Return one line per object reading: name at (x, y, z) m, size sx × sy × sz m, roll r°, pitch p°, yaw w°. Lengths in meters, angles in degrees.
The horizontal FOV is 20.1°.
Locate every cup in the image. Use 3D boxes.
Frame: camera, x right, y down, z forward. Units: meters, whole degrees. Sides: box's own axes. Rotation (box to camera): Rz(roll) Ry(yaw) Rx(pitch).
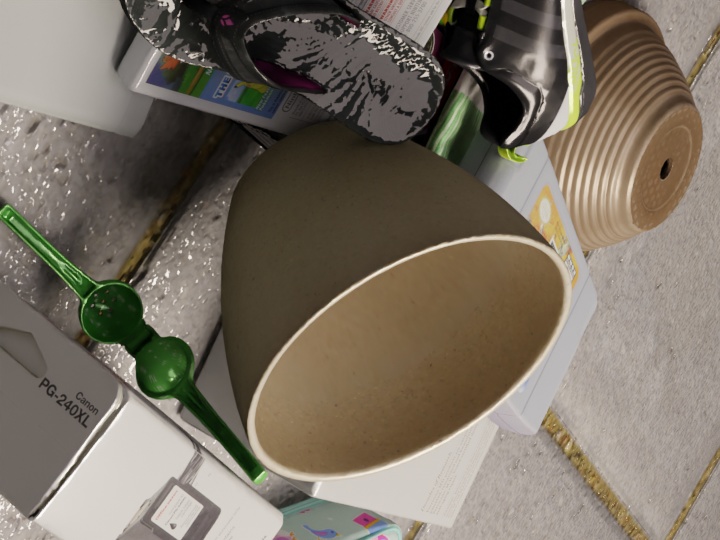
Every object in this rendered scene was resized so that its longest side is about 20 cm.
cup at (0.000, 0.000, 1.147) m, size 0.199 × 0.144 × 0.201 m, roll -20°, pitch 146°, yaw -15°

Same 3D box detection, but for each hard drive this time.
hard drive at (-0.157, -0.147, 1.023) m, size 0.199 × 0.026 × 0.133 m, roll 11°, pitch 103°, yaw -58°

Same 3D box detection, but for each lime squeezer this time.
lime squeezer at (-0.119, 0.037, 1.107) m, size 0.038 × 0.200 × 0.071 m, roll -43°, pitch 180°, yaw -18°

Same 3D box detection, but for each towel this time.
towel at (0.094, -0.121, 1.321) m, size 0.201 × 0.023 × 0.152 m, roll -62°, pitch 163°, yaw 1°

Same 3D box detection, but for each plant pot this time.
plant pot at (0.191, -0.093, 1.516) m, size 0.200 × 0.092 × 0.202 m, roll -34°, pitch 137°, yaw -39°

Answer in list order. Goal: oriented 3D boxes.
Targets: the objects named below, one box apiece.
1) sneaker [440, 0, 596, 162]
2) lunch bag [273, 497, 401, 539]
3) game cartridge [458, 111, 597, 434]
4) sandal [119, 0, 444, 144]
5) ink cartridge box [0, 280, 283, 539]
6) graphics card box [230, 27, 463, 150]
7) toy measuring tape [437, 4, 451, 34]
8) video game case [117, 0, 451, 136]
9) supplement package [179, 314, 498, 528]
sneaker at (0.084, -0.153, 1.199) m, size 0.082 × 0.072 × 0.201 m, roll -33°, pitch 122°, yaw -20°
lunch bag at (-0.047, 0.262, 1.438) m, size 0.160 × 0.077 × 0.202 m, roll -17°, pitch 126°, yaw -52°
game cartridge at (0.098, 0.011, 1.315) m, size 0.134 × 0.041 × 0.201 m, roll -65°, pitch 147°, yaw -31°
sandal at (-0.031, -0.121, 1.051) m, size 0.199 × 0.048 × 0.076 m, roll 20°, pitch 104°, yaw -33°
ink cartridge box at (-0.149, 0.096, 1.095) m, size 0.084 × 0.145 × 0.200 m, roll -51°, pitch 147°, yaw -7°
graphics card box at (-0.001, -0.109, 1.260) m, size 0.126 × 0.051 × 0.200 m, roll -59°, pitch 148°, yaw -6°
toy measuring tape at (0.071, -0.176, 1.304) m, size 0.074 × 0.073 × 0.200 m, roll -60°, pitch 153°, yaw -6°
video game case at (-0.016, -0.166, 1.100) m, size 0.181 × 0.022 × 0.201 m, roll 12°, pitch 117°, yaw -47°
supplement package at (-0.003, 0.084, 1.334) m, size 0.200 × 0.116 × 0.118 m, roll 23°, pitch 93°, yaw -59°
